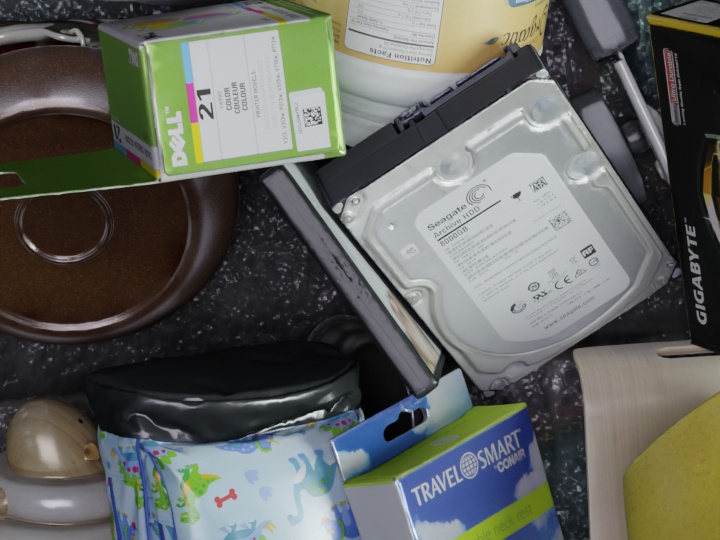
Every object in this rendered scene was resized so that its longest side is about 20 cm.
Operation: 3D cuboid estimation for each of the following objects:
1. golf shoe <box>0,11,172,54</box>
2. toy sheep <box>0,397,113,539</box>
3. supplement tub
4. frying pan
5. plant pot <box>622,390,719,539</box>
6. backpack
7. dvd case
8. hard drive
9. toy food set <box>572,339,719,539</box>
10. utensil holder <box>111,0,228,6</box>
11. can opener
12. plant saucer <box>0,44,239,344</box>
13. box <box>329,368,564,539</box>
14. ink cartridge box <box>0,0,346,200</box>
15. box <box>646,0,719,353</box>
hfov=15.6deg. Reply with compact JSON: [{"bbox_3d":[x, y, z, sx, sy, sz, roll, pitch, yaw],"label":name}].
[{"bbox_3d":[-0.144,-0.111,1.517,0.200,0.088,0.077,-2,92,5],"label":"golf shoe"},{"bbox_3d":[-0.178,0.169,1.519,0.138,0.138,0.200,3,109,5],"label":"toy sheep"},{"bbox_3d":[0.036,-0.176,1.444,0.144,0.145,0.200,10,117,5],"label":"supplement tub"},{"bbox_3d":[0.014,0.115,1.504,0.115,0.031,0.190,-43,63,49],"label":"frying pan"},{"bbox_3d":[0.222,0.139,1.412,0.200,0.200,0.142,-39,74,7],"label":"plant pot"},{"bbox_3d":[-0.062,0.155,1.456,0.163,0.154,0.200,-4,108,-27],"label":"backpack"},{"bbox_3d":[0.000,0.000,1.451,0.018,0.200,0.143,-36,91,4],"label":"dvd case"},{"bbox_3d":[0.081,-0.025,1.461,0.140,0.038,0.200,-33,134,6],"label":"hard drive"},{"bbox_3d":[0.198,0.140,1.520,0.143,0.060,0.200,-4,95,-5],"label":"toy food set"},{"bbox_3d":[-0.112,-0.230,1.446,0.170,0.200,0.170,1,94,8],"label":"utensil holder"},{"bbox_3d":[0.131,-0.133,1.504,0.066,0.053,0.200,-22,91,3],"label":"can opener"},{"bbox_3d":[-0.169,-0.034,1.504,0.200,0.032,0.200,-1,122,-2],"label":"plant saucer"},{"bbox_3d":[0.062,0.165,1.449,0.048,0.122,0.200,-8,102,43],"label":"box"},{"bbox_3d":[-0.122,-0.090,1.381,0.200,0.148,0.076,-9,101,-13],"label":"ink cartridge box"},{"bbox_3d":[0.234,-0.040,1.425,0.049,0.160,0.200,-23,114,-30],"label":"box"}]
